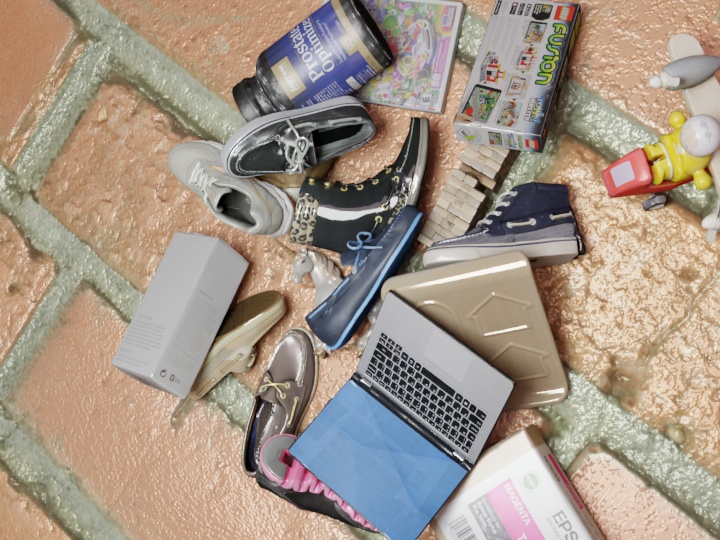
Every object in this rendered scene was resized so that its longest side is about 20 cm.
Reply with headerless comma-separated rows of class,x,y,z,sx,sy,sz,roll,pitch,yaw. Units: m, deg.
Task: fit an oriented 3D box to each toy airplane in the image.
toy airplane,0.391,-0.140,1.080,0.198,0.141,0.202,29,94,20

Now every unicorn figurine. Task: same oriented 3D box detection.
unicorn figurine,-0.024,0.044,1.258,0.195,0.074,0.140,7,78,6

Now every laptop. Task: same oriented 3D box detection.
laptop,0.043,0.168,1.113,0.186,0.115,0.203,35,123,21

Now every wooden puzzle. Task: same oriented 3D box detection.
wooden puzzle,0.139,0.078,1.169,0.182,0.047,0.203,-12,115,21

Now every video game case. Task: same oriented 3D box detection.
video game case,0.030,-0.293,1.293,0.196,0.018,0.146,12,89,21

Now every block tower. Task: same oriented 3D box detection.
block tower,0.145,-0.111,1.214,0.053,0.058,0.202,30,93,20

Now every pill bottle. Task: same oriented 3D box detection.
pill bottle,-0.064,-0.258,1.256,0.198,0.112,0.113,-34,74,14

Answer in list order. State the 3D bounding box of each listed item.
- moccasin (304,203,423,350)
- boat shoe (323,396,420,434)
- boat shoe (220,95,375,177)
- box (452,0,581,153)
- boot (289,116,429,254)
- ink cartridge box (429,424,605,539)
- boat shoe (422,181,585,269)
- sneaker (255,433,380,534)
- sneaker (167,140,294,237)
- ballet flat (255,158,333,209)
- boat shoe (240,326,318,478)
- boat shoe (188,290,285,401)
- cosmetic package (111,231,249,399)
moccasin,0.000,0.000,1.175,0.068,0.080,0.202,36,94,11
boat shoe,0.035,0.200,1.204,0.196,0.068,0.073,-1,112,22
boat shoe,-0.075,-0.154,1.214,0.196,0.075,0.068,-17,42,-14
box,0.192,-0.240,1.178,0.108,0.035,0.203,12,65,20
boot,0.001,-0.108,1.236,0.151,0.073,0.208,14,93,2
ink cartridge box,0.185,0.311,1.145,0.164,0.075,0.202,-36,73,14
boat shoe,0.167,-0.052,1.171,0.195,0.075,0.095,-4,76,-9
sneaker,-0.046,0.278,1.224,0.197,0.080,0.096,29,138,-7
sneaker,-0.180,-0.109,1.253,0.198,0.092,0.077,30,109,19
ballet flat,-0.121,-0.107,1.307,0.196,0.068,0.074,-8,89,22
boat shoe,-0.108,0.173,1.274,0.071,0.059,0.204,17,91,21
boat shoe,-0.170,0.102,1.307,0.199,0.072,0.065,-37,113,12
cosmetic package,-0.236,0.056,1.285,0.100,0.074,0.203,10,68,43
